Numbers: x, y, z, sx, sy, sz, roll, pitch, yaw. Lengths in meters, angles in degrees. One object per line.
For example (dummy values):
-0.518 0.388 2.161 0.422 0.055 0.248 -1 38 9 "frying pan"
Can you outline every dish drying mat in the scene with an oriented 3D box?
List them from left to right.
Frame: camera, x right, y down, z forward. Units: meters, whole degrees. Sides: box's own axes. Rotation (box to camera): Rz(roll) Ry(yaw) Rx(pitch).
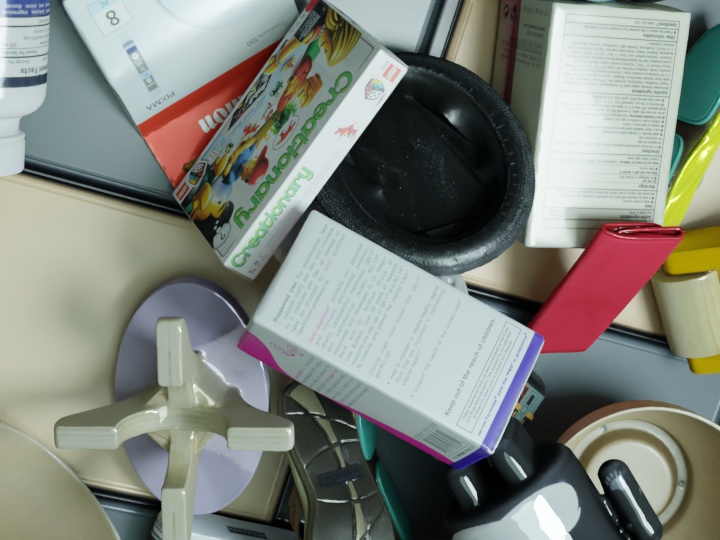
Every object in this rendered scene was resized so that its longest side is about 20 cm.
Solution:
0.197 0.018 1.329 0.077 0.200 0.018 -2 61 -20 "dish drying mat"

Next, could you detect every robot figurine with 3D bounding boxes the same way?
0.146 0.218 1.265 0.125 0.150 0.200 -38 98 -35 "robot figurine"

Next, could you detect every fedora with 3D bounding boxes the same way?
0.042 -0.074 1.265 0.200 0.092 0.201 3 67 -6 "fedora"

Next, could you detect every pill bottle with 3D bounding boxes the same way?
-0.283 -0.173 1.148 0.111 0.111 0.200 1 104 -18 "pill bottle"

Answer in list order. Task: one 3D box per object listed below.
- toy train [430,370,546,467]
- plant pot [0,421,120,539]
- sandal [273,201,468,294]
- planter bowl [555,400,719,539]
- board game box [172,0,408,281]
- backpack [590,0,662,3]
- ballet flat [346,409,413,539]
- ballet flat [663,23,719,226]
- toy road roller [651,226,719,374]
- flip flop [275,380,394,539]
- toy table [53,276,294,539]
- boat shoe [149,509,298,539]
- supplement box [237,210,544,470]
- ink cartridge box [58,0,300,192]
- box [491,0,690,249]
0.076 0.099 1.325 0.114 0.085 0.200 -56 137 -5 "toy train"
-0.317 0.250 1.229 0.200 0.187 0.187 -40 113 11 "plant pot"
-0.001 0.006 1.316 0.203 0.083 0.050 24 139 -23 "sandal"
0.245 0.201 1.388 0.200 0.135 0.200 0 100 1 "planter bowl"
-0.058 -0.104 1.208 0.035 0.126 0.200 30 101 -36 "board game box"
0.161 -0.288 1.239 0.200 0.167 0.127 20 103 -15 "backpack"
-0.008 0.164 1.353 0.064 0.067 0.200 -12 107 13 "ballet flat"
0.292 -0.120 1.378 0.067 0.067 0.200 18 102 -42 "ballet flat"
0.373 0.003 1.415 0.200 0.146 0.123 -9 112 24 "toy road roller"
-0.029 0.188 1.286 0.081 0.058 0.200 -9 76 -30 "flip flop"
-0.139 0.116 1.248 0.184 0.117 0.200 -11 104 6 "toy table"
-0.088 0.260 1.346 0.200 0.072 0.068 17 100 -21 "boat shoe"
0.020 0.055 1.186 0.200 0.101 0.103 28 72 -4 "supplement box"
-0.118 -0.168 1.236 0.160 0.047 0.200 -32 110 -7 "ink cartridge box"
0.183 -0.126 1.309 0.128 0.109 0.200 1 104 -20 "box"
